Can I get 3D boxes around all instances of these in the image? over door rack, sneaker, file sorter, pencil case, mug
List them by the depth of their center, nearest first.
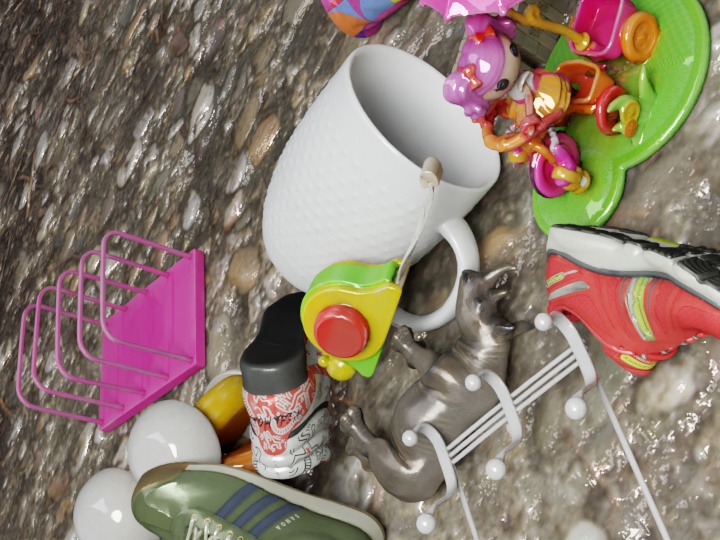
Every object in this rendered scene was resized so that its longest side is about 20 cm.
[{"bbox_3d":[0.189,0.026,0.660,0.199,0.076,0.086,24,112,58],"label":"sneaker"},{"bbox_3d":[0.111,0.146,0.661,0.148,0.066,0.202,-44,56,30],"label":"over door rack"},{"bbox_3d":[-0.081,0.203,0.790,0.090,0.197,0.068,-74,-3,-65],"label":"sneaker"},{"bbox_3d":[0.017,-0.044,0.852,0.201,0.147,0.175,54,127,14],"label":"mug"},{"bbox_3d":[-0.049,0.091,0.881,0.066,0.202,0.110,-2,107,12],"label":"sneaker"},{"bbox_3d":[0.049,-0.287,0.960,0.199,0.088,0.090,-24,55,41],"label":"pencil case"},{"bbox_3d":[-0.275,0.065,1.164,0.199,0.124,0.141,-33,50,38],"label":"file sorter"}]

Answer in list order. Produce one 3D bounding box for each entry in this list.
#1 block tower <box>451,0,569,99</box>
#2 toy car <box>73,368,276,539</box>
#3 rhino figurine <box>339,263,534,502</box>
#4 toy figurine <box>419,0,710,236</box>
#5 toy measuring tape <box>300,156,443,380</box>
[{"bbox_3d":[0.134,-0.230,0.846,0.057,0.054,0.203,13,85,52],"label":"block tower"},{"bbox_3d":[-0.132,0.192,0.925,0.150,0.175,0.200,46,114,10],"label":"toy car"},{"bbox_3d":[0.061,0.080,0.785,0.087,0.060,0.201,39,105,31],"label":"rhino figurine"},{"bbox_3d":[0.113,-0.141,0.723,0.150,0.183,0.202,24,93,53],"label":"toy figurine"},{"bbox_3d":[0.000,0.000,0.774,0.074,0.073,0.202,-118,36,-45],"label":"toy measuring tape"}]
